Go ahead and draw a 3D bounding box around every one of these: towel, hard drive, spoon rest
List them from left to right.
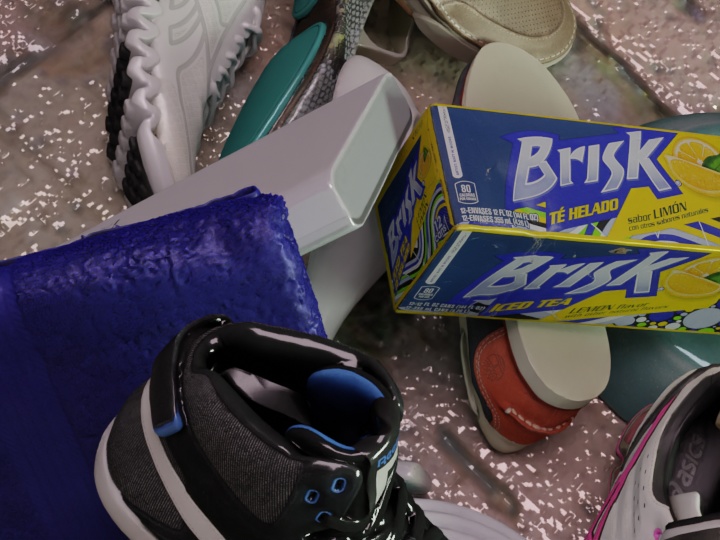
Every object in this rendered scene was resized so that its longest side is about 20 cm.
[{"bbox_3d":[-0.104,0.047,0.687,0.198,0.149,0.050,-12,38,6],"label":"towel"},{"bbox_3d":[-0.078,-0.010,0.759,0.026,0.199,0.132,59,21,-15],"label":"hard drive"},{"bbox_3d":[0.000,0.000,0.837,0.060,0.099,0.202,-4,73,13],"label":"spoon rest"}]

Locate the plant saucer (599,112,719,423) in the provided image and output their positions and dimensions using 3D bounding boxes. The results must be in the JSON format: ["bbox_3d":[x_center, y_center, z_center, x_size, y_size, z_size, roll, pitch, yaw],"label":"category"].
[{"bbox_3d":[0.189,-0.001,0.890,0.198,0.036,0.202,3,60,-6],"label":"plant saucer"}]

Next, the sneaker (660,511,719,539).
[{"bbox_3d":[0.193,0.141,0.657,0.199,0.076,0.116,19,84,1],"label":"sneaker"}]

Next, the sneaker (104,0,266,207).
[{"bbox_3d":[-0.084,-0.112,0.896,0.080,0.075,0.202,5,60,-15],"label":"sneaker"}]

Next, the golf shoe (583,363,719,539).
[{"bbox_3d":[0.122,0.131,0.769,0.072,0.092,0.202,19,69,2],"label":"golf shoe"}]

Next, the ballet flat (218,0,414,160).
[{"bbox_3d":[-0.010,-0.108,0.907,0.071,0.072,0.202,17,61,2],"label":"ballet flat"}]

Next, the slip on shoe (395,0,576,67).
[{"bbox_3d":[0.044,-0.165,0.893,0.199,0.060,0.077,36,53,-30],"label":"slip on shoe"}]

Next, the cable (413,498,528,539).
[{"bbox_3d":[0.017,0.181,0.672,0.198,0.069,0.201,-11,68,-33],"label":"cable"}]

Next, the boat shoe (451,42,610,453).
[{"bbox_3d":[0.071,-0.015,0.865,0.071,0.063,0.202,8,58,-24],"label":"boat shoe"}]

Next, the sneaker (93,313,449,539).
[{"bbox_3d":[0.006,0.095,0.604,0.199,0.112,0.073,36,51,-1],"label":"sneaker"}]

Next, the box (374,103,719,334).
[{"bbox_3d":[0.110,-0.019,0.800,0.198,0.070,0.065,4,56,-24],"label":"box"}]

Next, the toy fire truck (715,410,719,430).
[{"bbox_3d":[0.209,0.135,0.748,0.199,0.129,0.177,27,61,-1],"label":"toy fire truck"}]
